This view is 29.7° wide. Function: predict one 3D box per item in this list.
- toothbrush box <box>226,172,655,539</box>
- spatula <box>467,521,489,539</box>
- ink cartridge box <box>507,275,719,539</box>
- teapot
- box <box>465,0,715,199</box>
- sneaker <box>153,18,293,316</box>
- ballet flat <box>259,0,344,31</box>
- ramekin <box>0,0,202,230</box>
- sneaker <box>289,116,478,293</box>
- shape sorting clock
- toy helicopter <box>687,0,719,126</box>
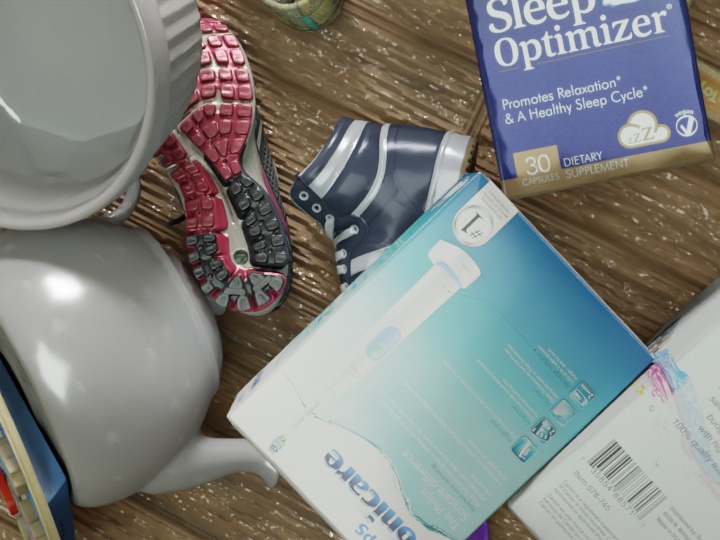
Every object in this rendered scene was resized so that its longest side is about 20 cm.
[{"bbox_3d":[0.043,0.063,0.789,0.200,0.085,0.146,-45,93,1],"label":"toothbrush box"},{"bbox_3d":[0.073,0.115,0.892,0.056,0.021,0.201,14,97,32],"label":"spatula"},{"bbox_3d":[0.211,0.108,0.800,0.200,0.145,0.145,-43,87,14],"label":"ink cartridge box"},{"bbox_3d":[-0.156,0.040,0.870,0.146,0.197,0.201,-28,130,-21],"label":"teapot"},{"bbox_3d":[0.121,-0.149,0.761,0.121,0.032,0.201,-10,98,14],"label":"box"},{"bbox_3d":[-0.094,-0.066,0.882,0.080,0.075,0.201,-13,82,4],"label":"sneaker"},{"bbox_3d":[-0.068,-0.245,0.851,0.070,0.071,0.201,-24,92,14],"label":"ballet flat"},{"bbox_3d":[-0.187,-0.134,0.790,0.199,0.105,0.201,7,115,16],"label":"ramekin"},{"bbox_3d":[0.000,0.000,0.868,0.108,0.070,0.201,15,95,6],"label":"sneaker"},{"bbox_3d":[-0.231,0.118,0.880,0.039,0.200,0.201,-27,92,-21],"label":"shape sorting clock"},{"bbox_3d":[0.176,-0.112,0.814,0.199,0.079,0.133,28,104,4],"label":"toy helicopter"}]
